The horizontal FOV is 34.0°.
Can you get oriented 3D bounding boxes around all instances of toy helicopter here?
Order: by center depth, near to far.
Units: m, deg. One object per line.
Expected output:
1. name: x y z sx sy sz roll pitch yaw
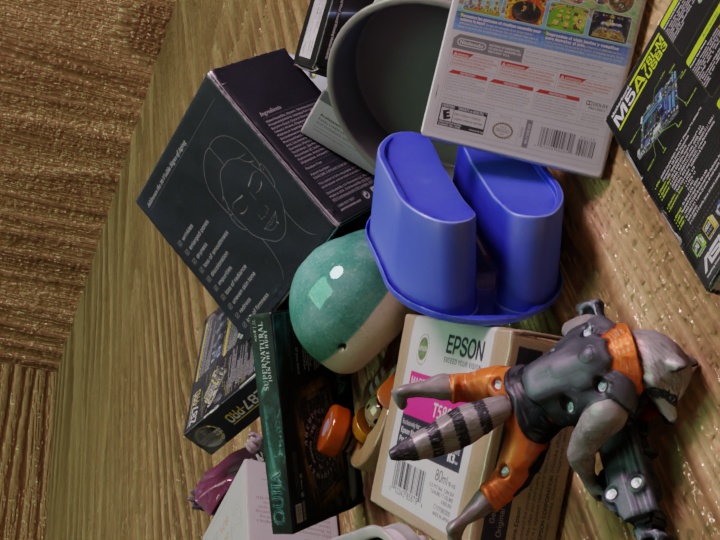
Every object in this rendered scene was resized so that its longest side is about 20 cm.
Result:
1. toy helicopter: 0.034 0.088 1.089 0.132 0.078 0.202 132 158 -64

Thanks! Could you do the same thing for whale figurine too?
1. whale figurine: 0.000 0.000 1.090 0.159 0.103 0.201 -45 13 39

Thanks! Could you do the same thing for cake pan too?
1. cake pan: 0.068 -0.148 0.991 0.201 0.199 0.037 -52 4 49

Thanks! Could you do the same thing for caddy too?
1. caddy: 0.080 -0.031 0.921 0.201 0.139 0.106 -111 21 -57

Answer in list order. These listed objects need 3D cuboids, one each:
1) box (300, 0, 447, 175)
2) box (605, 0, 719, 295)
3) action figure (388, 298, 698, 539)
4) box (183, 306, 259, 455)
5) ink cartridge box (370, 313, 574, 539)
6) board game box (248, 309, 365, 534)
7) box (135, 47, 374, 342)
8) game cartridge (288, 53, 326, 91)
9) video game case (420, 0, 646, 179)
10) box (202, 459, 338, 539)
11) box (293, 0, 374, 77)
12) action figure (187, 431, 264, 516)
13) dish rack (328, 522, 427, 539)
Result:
1. box: 0.053 -0.159 1.058 0.200 0.155 0.041 -53 11 46
2. box: 0.237 -0.117 0.704 0.194 0.047 0.202 -101 30 -53
3. action figure: 0.125 0.106 0.736 0.192 0.105 0.202 -30 52 15
4. box: -0.120 0.085 1.313 0.161 0.049 0.201 -38 28 24
5. ink cartridge box: 0.087 0.124 0.917 0.200 0.074 0.167 -178 99 -70
6. board game box: -0.049 0.137 1.129 0.028 0.135 0.203 -6 88 29
7. box: -0.095 -0.075 1.186 0.197 0.124 0.200 48 131 9
8. game cartridge: -0.032 -0.133 1.254 0.200 0.041 0.134 44 109 19
9. video game case: 0.137 -0.184 0.887 0.018 0.141 0.203 0 -75 -80
10. box: -0.094 0.328 1.228 0.202 0.105 0.153 -98 29 -45
11. box: 0.043 -0.271 1.143 0.086 0.162 0.203 -141 67 -68
12. action figure: -0.095 0.217 1.322 0.199 0.149 0.134 -38 19 22
13. dish rack: 0.030 0.283 0.933 0.173 0.043 0.200 63 150 8
